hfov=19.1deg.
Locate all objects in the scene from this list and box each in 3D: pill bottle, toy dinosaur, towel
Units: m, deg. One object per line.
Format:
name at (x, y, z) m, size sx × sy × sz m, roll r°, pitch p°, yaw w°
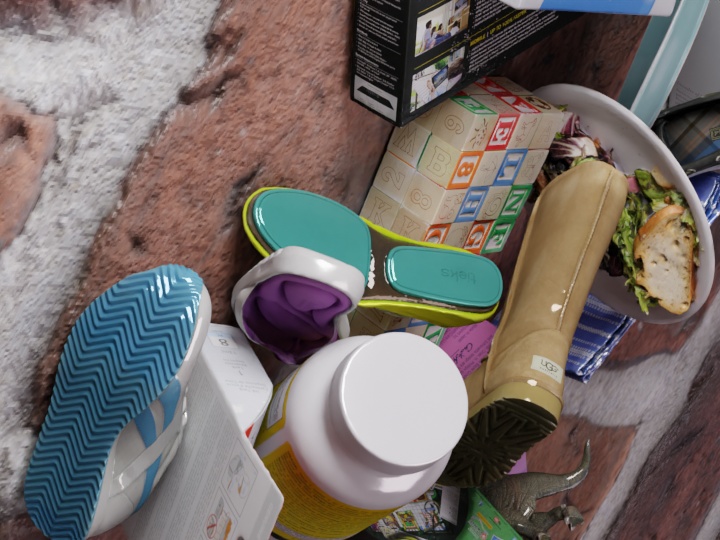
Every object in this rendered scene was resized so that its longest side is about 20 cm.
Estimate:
pill bottle at (-0.008, 0.108, 1.379) m, size 0.112 × 0.113 × 0.200 m, roll -39°, pitch 179°, yaw -27°
toy dinosaur at (0.103, 0.202, 1.628) m, size 0.077 × 0.102 × 0.200 m, roll 37°, pitch 79°, yaw -49°
towel at (0.194, -0.009, 1.704) m, size 0.200 × 0.145 × 0.024 m, roll -51°, pitch 121°, yaw -8°

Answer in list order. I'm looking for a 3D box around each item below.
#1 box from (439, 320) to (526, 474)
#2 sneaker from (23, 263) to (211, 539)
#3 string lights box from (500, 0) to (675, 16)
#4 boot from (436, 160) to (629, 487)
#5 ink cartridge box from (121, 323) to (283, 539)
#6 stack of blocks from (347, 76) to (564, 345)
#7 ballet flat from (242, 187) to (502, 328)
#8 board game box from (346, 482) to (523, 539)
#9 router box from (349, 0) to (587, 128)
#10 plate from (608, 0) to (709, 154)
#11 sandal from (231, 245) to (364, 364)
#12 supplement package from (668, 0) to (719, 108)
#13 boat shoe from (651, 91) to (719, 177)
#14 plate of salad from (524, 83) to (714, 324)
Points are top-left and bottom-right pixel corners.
box at (0.034, 0.144, 1.647) m, size 0.176 × 0.097 × 0.200 m, roll -42°, pitch 149°, yaw -24°
sneaker at (-0.143, 0.077, 1.340) m, size 0.081 × 0.076 × 0.200 m, roll -19°, pitch 142°, yaw -58°
string lights box at (0.150, -0.222, 1.374) m, size 0.200 × 0.059 × 0.103 m, roll -7°, pitch 122°, yaw -54°
boot at (0.110, 0.041, 1.491) m, size 0.175 × 0.066 × 0.200 m, roll -33°, pitch -149°, yaw 50°
ink cartridge box at (-0.089, 0.151, 1.365) m, size 0.047 × 0.200 × 0.160 m, roll 8°, pitch 117°, yaw -29°
stack of blocks at (0.056, -0.037, 1.528) m, size 0.115 × 0.059 × 0.200 m, roll -6°, pitch 125°, yaw -54°
ballet flat at (0.000, 0.000, 1.433) m, size 0.200 × 0.067 × 0.067 m, roll 17°, pitch 65°, yaw -25°
board game box at (0.046, 0.189, 1.522) m, size 0.200 × 0.023 × 0.105 m, roll 49°, pitch 65°, yaw -15°
router box at (0.080, -0.202, 1.401) m, size 0.200 × 0.051 × 0.149 m, roll -33°, pitch 143°, yaw -36°
plate at (0.226, -0.165, 1.594) m, size 0.200 × 0.026 × 0.201 m, roll -156°, pitch -90°, yaw -90°
sandal at (-0.048, 0.033, 1.379) m, size 0.203 × 0.082 × 0.050 m, roll 111°, pitch 0°, yaw -72°
supplement package at (0.332, -0.192, 1.731) m, size 0.117 × 0.117 × 0.200 m, roll -39°, pitch 147°, yaw -26°
boat shoe at (0.236, -0.097, 1.651) m, size 0.200 × 0.069 × 0.057 m, roll -19°, pitch 160°, yaw 24°
plate of salad at (0.174, -0.042, 1.558) m, size 0.048 × 0.200 × 0.200 m, roll -35°, pitch 146°, yaw -27°
